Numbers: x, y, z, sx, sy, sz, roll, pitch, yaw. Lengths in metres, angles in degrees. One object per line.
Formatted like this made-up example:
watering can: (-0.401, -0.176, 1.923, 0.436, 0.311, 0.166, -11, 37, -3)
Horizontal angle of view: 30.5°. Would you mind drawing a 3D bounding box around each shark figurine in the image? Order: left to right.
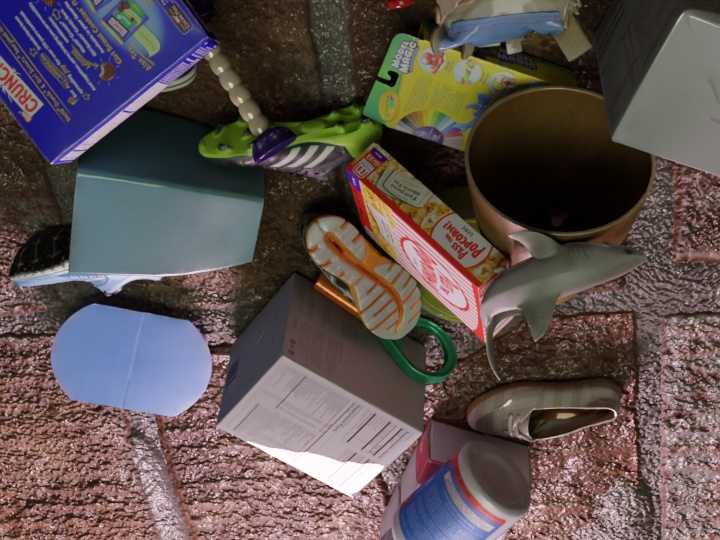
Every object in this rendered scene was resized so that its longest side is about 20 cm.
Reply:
shark figurine: (0.161, 0.036, 1.273, 0.128, 0.090, 0.214, 15, 147, -31)

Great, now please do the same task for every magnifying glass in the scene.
magnifying glass: (0.031, 0.065, 1.586, 0.200, 0.080, 0.022, 33, 140, -7)

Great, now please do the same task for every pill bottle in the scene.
pill bottle: (0.109, 0.311, 1.639, 0.112, 0.112, 0.200, 32, 120, -20)

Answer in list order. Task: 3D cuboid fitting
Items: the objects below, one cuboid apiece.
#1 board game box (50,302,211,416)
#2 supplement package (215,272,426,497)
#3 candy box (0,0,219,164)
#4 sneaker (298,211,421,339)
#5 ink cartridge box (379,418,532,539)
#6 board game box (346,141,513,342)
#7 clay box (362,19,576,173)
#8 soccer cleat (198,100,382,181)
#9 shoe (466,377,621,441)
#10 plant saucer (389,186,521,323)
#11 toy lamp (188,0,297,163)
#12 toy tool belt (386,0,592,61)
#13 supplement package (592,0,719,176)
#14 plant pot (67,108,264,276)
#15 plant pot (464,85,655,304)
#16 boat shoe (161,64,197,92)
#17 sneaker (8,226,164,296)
board game box: (-0.286, 0.103, 1.659, 0.199, 0.039, 0.158, 10, 124, -10)
supplement package: (-0.044, 0.140, 1.593, 0.200, 0.152, 0.151, 30, 125, -19)
candy box: (-0.268, -0.229, 1.290, 0.200, 0.077, 0.169, -37, 90, 6)
sneaker: (0.000, 0.000, 1.529, 0.078, 0.077, 0.200, -42, 119, -6)
ink cartridge box: (0.123, 0.309, 1.759, 0.146, 0.083, 0.200, 17, 127, -9)
board game box: (0.076, -0.028, 1.406, 0.046, 0.200, 0.152, -42, 156, -11)
clay box: (0.113, -0.185, 1.388, 0.199, 0.048, 0.115, 18, 129, -10)
soccer cleat: (-0.073, -0.128, 1.422, 0.199, 0.068, 0.081, -9, 135, -7)
shoe: (0.230, 0.178, 1.664, 0.199, 0.053, 0.070, -11, 127, 13)
plant saucer: (0.132, -0.007, 1.541, 0.199, 0.031, 0.201, 2, 129, 3)
toy lamp: (-0.141, -0.205, 1.344, 0.058, 0.058, 0.200, -34, 89, 27)
toy tool belt: (0.118, -0.250, 1.279, 0.199, 0.125, 0.123, -8, 106, 11)
supplement package: (0.345, -0.204, 1.259, 0.191, 0.200, 0.147, 17, 127, -10)
plant pot: (-0.209, -0.082, 1.445, 0.199, 0.142, 0.142, 6, 129, -10)
plant pot: (0.197, -0.054, 1.366, 0.186, 0.187, 0.200, 2, 145, 3)
boat shoe: (-0.266, -0.236, 1.364, 0.199, 0.075, 0.062, 17, 134, -2)
sneaker: (-0.318, 0.000, 1.554, 0.199, 0.079, 0.090, -7, 131, 11)
